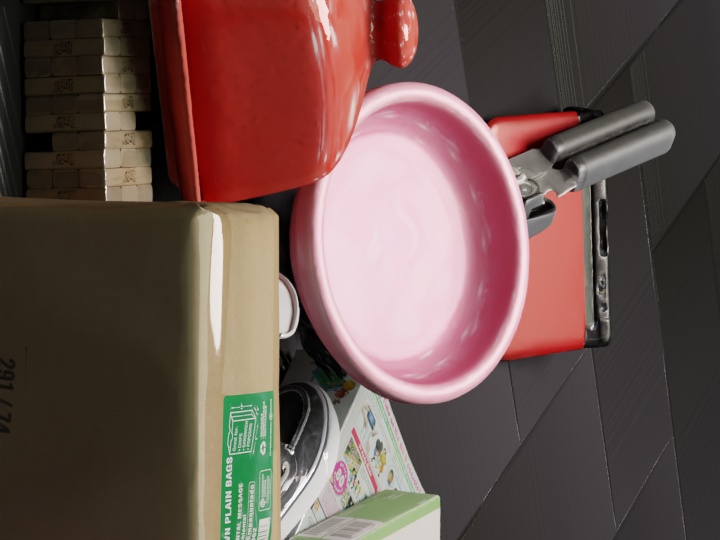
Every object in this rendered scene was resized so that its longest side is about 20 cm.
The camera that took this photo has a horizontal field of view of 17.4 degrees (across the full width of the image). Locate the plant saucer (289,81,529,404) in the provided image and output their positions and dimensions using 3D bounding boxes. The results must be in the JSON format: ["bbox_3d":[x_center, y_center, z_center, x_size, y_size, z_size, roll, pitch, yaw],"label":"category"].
[{"bbox_3d":[0.025,-0.016,1.481,0.200,0.051,0.202,6,81,-45],"label":"plant saucer"}]

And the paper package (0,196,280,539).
[{"bbox_3d":[-0.137,0.062,1.168,0.103,0.189,0.202,-3,94,-65],"label":"paper package"}]

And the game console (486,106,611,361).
[{"bbox_3d":[0.149,-0.035,2.002,0.172,0.118,0.202,-137,-135,-81],"label":"game console"}]

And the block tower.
[{"bbox_3d":[-0.150,-0.077,1.299,0.058,0.054,0.202,-9,99,-64],"label":"block tower"}]

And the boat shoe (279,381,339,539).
[{"bbox_3d":[-0.075,0.128,1.460,0.200,0.071,0.068,-55,141,-40],"label":"boat shoe"}]

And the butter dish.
[{"bbox_3d":[-0.040,-0.138,1.370,0.200,0.146,0.201,-88,175,-55],"label":"butter dish"}]

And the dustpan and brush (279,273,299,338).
[{"bbox_3d":[-0.092,0.023,1.392,0.057,0.139,0.201,34,28,-37],"label":"dustpan and brush"}]

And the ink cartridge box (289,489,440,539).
[{"bbox_3d":[0.008,0.255,1.519,0.145,0.048,0.202,-17,108,-63],"label":"ink cartridge box"}]

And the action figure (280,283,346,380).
[{"bbox_3d":[0.000,0.000,1.569,0.200,0.118,0.103,-46,123,-44],"label":"action figure"}]

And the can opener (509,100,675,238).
[{"bbox_3d":[0.169,-0.078,1.927,0.199,0.053,0.067,-23,144,-32],"label":"can opener"}]

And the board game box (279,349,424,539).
[{"bbox_3d":[-0.029,0.176,1.562,0.201,0.064,0.148,-64,147,-40],"label":"board game box"}]
